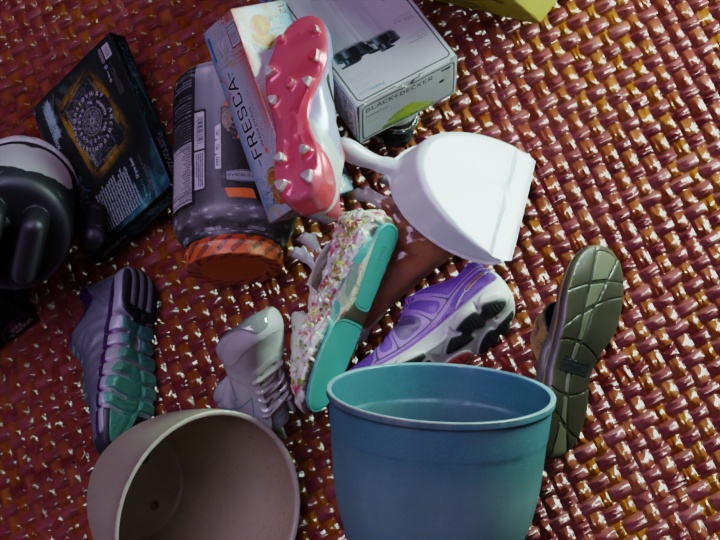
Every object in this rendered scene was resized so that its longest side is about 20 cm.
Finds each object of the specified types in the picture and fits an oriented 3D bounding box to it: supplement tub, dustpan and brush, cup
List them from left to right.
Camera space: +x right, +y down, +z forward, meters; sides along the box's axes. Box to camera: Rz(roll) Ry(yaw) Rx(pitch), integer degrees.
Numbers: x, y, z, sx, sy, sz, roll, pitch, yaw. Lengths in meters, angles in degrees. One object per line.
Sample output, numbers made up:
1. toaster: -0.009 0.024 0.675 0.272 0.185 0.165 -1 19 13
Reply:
1. cup: -0.177 0.216 1.703 0.143 0.200 0.202 13 76 51
2. supplement tub: -0.126 -0.096 1.807 0.121 0.122 0.202 -9 71 19
3. dustpan and brush: 0.057 -0.090 1.721 0.199 0.057 0.140 28 53 -14

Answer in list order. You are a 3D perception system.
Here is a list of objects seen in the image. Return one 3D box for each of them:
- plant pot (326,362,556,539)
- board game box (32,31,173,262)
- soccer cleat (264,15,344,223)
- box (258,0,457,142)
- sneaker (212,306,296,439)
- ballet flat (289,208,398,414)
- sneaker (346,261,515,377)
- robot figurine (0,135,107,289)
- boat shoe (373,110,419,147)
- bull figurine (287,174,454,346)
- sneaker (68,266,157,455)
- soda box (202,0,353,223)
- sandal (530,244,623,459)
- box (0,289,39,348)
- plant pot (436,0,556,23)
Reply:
1. plant pot: 0.067 0.196 1.593 0.198 0.200 0.190 6 102 23
2. board game box: -0.264 -0.128 1.905 0.135 0.028 0.201 -38 62 27
3. soccer cleat: -0.046 -0.140 1.690 0.066 0.076 0.202 -14 60 23
4. box: -0.006 -0.233 1.776 0.116 0.060 0.200 -29 62 -15
5. sneaker: -0.089 0.101 1.700 0.070 0.201 0.080 -30 68 -19
6. ballet flat: -0.027 0.034 1.692 0.064 0.076 0.201 18 79 32
7. sneaker: 0.054 0.069 1.722 0.199 0.081 0.084 -36 47 -1
8. robot figurine: -0.343 -0.060 1.823 0.124 0.151 0.200 -35 21 10
9. boat shoe: -0.006 -0.206 1.832 0.074 0.061 0.200 -31 63 -18
10. bull figurine: 0.000 0.000 1.752 0.200 0.065 0.122 -39 82 1
11. sneaker: -0.255 0.099 1.834 0.087 0.074 0.202 -14 58 32
12. soda box: -0.079 -0.152 1.743 0.063 0.068 0.202 -28 79 54
13. sandal: 0.185 0.071 1.667 0.054 0.081 0.202 9 83 46
14. box: -0.451 0.018 1.855 0.148 0.200 0.125 -35 65 8
15. plant pot: 0.121 -0.351 1.765 0.199 0.200 0.178 17 89 25
